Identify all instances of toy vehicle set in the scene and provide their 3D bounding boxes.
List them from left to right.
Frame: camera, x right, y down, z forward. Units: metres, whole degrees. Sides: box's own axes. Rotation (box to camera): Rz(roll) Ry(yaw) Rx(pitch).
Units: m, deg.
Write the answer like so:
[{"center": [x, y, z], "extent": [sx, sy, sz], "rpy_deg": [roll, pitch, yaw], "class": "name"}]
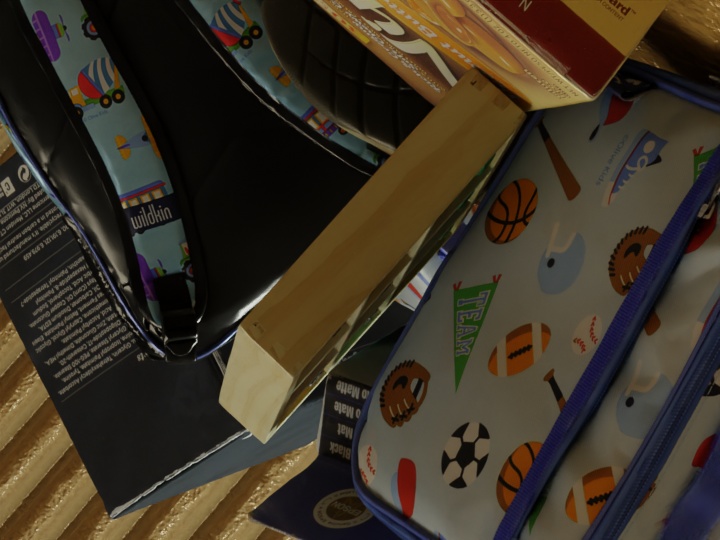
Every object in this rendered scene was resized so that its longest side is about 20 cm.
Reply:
[{"center": [0.000, 0.000, 1.046], "extent": [0.026, 0.124, 0.200], "rpy_deg": [41, 170, 3], "class": "toy vehicle set"}]

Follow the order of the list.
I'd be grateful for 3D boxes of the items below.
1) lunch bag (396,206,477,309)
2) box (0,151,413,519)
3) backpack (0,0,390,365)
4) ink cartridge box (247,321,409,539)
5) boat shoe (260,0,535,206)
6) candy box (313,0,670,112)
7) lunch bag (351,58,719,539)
[{"center": [-0.002, -0.055, 1.442], "extent": [0.200, 0.076, 0.160], "rpy_deg": [43, 171, -22], "class": "lunch bag"}, {"center": [-0.086, 0.006, 1.542], "extent": [0.200, 0.124, 0.198], "rpy_deg": [-16, -106, -55], "class": "box"}, {"center": [-0.071, -0.082, 1.276], "extent": [0.201, 0.182, 0.135], "rpy_deg": [55, -176, -3], "class": "backpack"}, {"center": [0.087, 0.060, 1.073], "extent": [0.199, 0.200, 0.041], "rpy_deg": [16, 126, 40], "class": "ink cartridge box"}, {"center": [0.043, -0.064, 1.168], "extent": [0.200, 0.076, 0.074], "rpy_deg": [39, 177, 23], "class": "boat shoe"}, {"center": [0.030, -0.111, 0.987], "extent": [0.115, 0.055, 0.200], "rpy_deg": [41, 173, -9], "class": "candy box"}, {"center": [0.091, 0.024, 0.954], "extent": [0.075, 0.201, 0.160], "rpy_deg": [28, -177, -33], "class": "lunch bag"}]
